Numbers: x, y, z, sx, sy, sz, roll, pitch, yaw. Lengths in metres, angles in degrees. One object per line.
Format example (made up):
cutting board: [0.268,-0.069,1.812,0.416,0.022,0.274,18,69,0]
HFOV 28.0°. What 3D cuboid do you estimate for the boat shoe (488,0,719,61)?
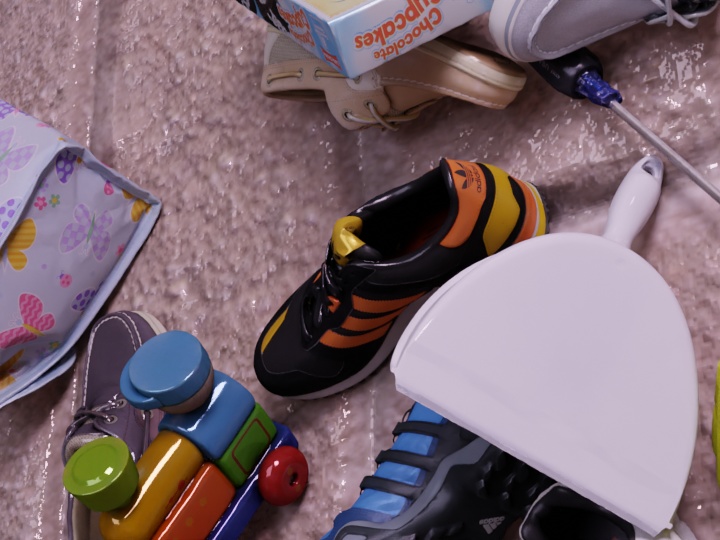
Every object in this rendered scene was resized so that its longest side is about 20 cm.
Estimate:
boat shoe: [0.156,-0.161,0.712,0.201,0.070,0.072,-36,54,11]

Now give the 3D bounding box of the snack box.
snack box: [0.002,-0.171,0.810,0.116,0.037,0.200,-28,30,-10]

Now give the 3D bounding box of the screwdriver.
screwdriver: [0.140,-0.079,0.730,0.200,0.028,0.029,46,113,44]

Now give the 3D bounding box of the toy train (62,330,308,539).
toy train: [-0.121,0.137,0.771,0.085,0.116,0.200,13,57,37]

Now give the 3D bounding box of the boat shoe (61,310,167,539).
boat shoe: [-0.149,0.111,0.882,0.072,0.065,0.200,-24,59,32]

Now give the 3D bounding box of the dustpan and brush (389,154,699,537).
dustpan and brush: [0.108,0.012,0.666,0.200,0.140,0.057,-60,-2,-25]

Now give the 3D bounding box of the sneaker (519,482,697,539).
sneaker: [0.139,0.160,0.604,0.200,0.080,0.074,40,99,41]

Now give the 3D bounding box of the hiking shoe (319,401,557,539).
hiking shoe: [0.037,0.112,0.729,0.200,0.074,0.087,-40,32,20]

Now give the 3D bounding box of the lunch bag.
lunch bag: [-0.260,-0.008,0.989,0.170,0.127,0.200,27,82,42]

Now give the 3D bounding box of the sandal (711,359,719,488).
sandal: [0.208,0.104,0.581,0.087,0.080,0.200,-18,46,-7]

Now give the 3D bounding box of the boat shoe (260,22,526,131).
boat shoe: [0.013,-0.110,0.831,0.200,0.072,0.065,21,98,45]

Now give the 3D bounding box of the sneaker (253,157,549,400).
sneaker: [0.000,0.000,0.779,0.200,0.090,0.070,-33,54,27]
